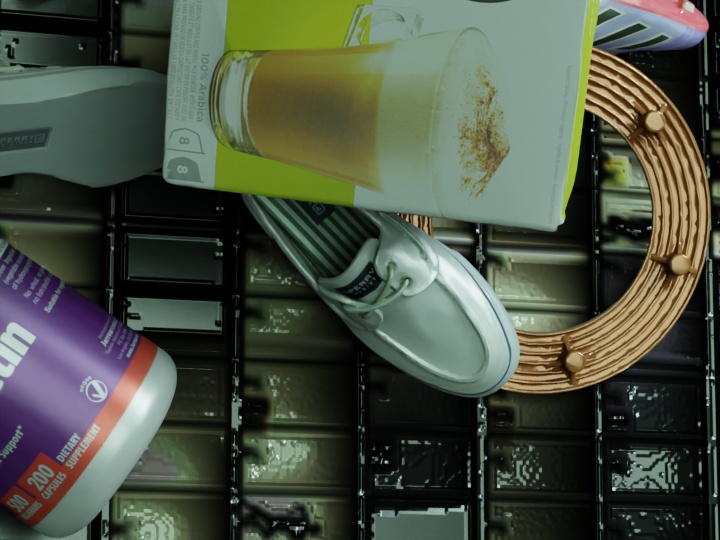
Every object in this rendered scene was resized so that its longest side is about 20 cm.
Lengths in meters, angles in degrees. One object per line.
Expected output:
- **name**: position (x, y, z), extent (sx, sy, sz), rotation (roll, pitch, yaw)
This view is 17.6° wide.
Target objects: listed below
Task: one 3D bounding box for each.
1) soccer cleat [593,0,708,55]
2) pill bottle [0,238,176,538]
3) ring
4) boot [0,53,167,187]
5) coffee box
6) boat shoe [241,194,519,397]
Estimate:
- **soccer cleat**: position (0.104, -0.149, 1.329), extent (0.200, 0.067, 0.077), rotation (11, 116, -25)
- **pill bottle**: position (-0.199, 0.039, 1.164), extent (0.200, 0.112, 0.113), rotation (35, 73, -10)
- **ring**: position (0.104, -0.030, 1.303), extent (0.200, 0.019, 0.201), rotation (-1, 93, -12)
- **boot**: position (-0.183, -0.097, 1.214), extent (0.200, 0.074, 0.096), rotation (-3, 42, -43)
- **coffee box**: position (0.022, -0.152, 1.160), extent (0.198, 0.200, 0.200), rotation (8, 109, 5)
- **boat shoe**: position (0.000, 0.000, 1.249), extent (0.200, 0.067, 0.074), rotation (41, 107, 1)
